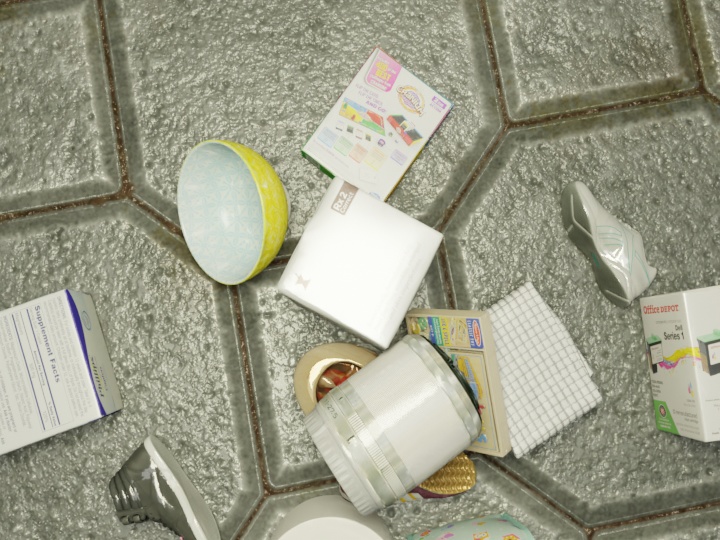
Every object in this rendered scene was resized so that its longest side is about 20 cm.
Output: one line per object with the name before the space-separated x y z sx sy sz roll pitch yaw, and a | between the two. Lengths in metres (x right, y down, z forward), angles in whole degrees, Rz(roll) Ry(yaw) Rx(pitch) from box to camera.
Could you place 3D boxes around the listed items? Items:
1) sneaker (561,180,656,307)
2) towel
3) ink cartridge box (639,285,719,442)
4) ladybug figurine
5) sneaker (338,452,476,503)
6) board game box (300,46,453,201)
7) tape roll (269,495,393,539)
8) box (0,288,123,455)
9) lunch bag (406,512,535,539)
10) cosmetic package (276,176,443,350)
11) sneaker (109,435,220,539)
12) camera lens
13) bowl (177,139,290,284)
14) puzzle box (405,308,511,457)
sneaker | 0.373 -0.050 1.061 0.079 0.070 0.203 -30 92 -14
towel | 0.235 0.143 1.026 0.164 0.086 0.202 -33 84 -6
ink cartridge box | 0.478 0.128 1.001 0.082 0.145 0.205 -6 84 -2
ladybug figurine | -0.005 0.184 1.017 0.198 0.072 0.137 32 82 1
sneaker | 0.066 0.296 1.008 0.195 0.091 0.076 2 62 -10
board game box | 0.026 -0.215 1.075 0.152 0.040 0.201 37 84 2
tape roll | -0.041 0.425 0.959 0.198 0.139 0.208 0 85 -2
box | -0.465 0.148 0.992 0.196 0.105 0.187 -19 85 -3
lunch bag | 0.156 0.411 0.936 0.167 0.200 0.125 -13 84 -4
cosmetic package | 0.000 0.000 0.971 0.163 0.200 0.167 28 85 3
sneaker | -0.281 0.347 0.998 0.099 0.071 0.201 -37 80 -3
camera lens | 0.045 0.194 0.901 0.198 0.160 0.161 -34 86 -8
bowl | -0.164 -0.090 1.012 0.107 0.199 0.204 -17 83 -46
puzzle box | 0.135 0.154 0.979 0.025 0.131 0.204 -23 106 -45
